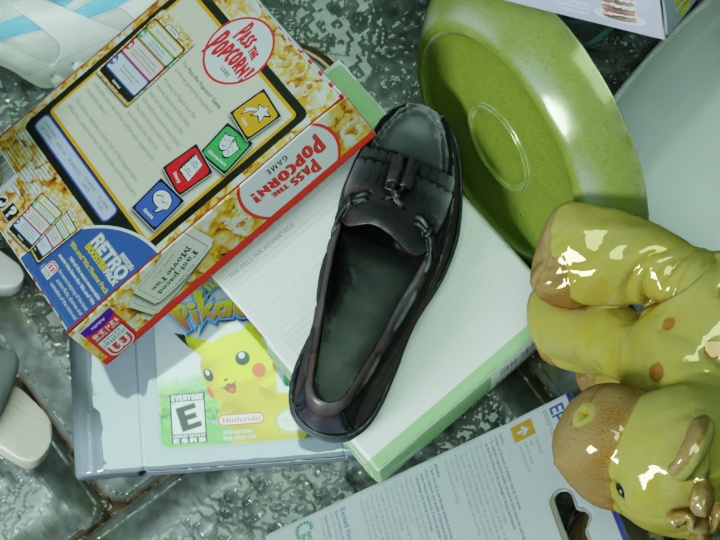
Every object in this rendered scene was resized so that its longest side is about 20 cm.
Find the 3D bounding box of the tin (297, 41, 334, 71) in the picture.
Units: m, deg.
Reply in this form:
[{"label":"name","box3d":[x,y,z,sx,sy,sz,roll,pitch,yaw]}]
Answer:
[{"label":"tin","box3d":[-0.096,-0.073,1.368,0.200,0.042,0.112,-14,83,-2]}]

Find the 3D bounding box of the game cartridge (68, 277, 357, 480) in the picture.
[{"label":"game cartridge","box3d":[-0.073,0.051,1.344,0.200,0.040,0.134,-5,75,0]}]

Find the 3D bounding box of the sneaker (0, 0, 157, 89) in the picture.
[{"label":"sneaker","box3d":[-0.168,-0.151,1.371,0.200,0.077,0.081,-2,99,-1]}]

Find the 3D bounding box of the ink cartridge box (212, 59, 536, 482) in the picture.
[{"label":"ink cartridge box","box3d":[0.000,0.000,1.313,0.145,0.048,0.200,-40,78,-8]}]

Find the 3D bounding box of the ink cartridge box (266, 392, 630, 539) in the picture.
[{"label":"ink cartridge box","box3d":[0.056,0.180,1.240,0.200,0.043,0.196,-25,37,7]}]

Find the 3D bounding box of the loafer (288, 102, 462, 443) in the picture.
[{"label":"loafer","box3d":[0.012,-0.003,1.258,0.072,0.063,0.200,17,78,4]}]

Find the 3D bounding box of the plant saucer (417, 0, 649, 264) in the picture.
[{"label":"plant saucer","box3d":[0.088,-0.075,1.281,0.031,0.200,0.200,-30,80,-20]}]

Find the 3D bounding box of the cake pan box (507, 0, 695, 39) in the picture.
[{"label":"cake pan box","box3d":[0.120,-0.217,1.239,0.200,0.052,0.184,17,49,29]}]

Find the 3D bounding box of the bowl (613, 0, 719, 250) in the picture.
[{"label":"bowl","box3d":[0.236,-0.049,1.339,0.200,0.075,0.200,41,82,7]}]

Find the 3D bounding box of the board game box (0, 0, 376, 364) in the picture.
[{"label":"board game box","box3d":[-0.112,-0.067,1.287,0.200,0.046,0.152,-40,54,2]}]

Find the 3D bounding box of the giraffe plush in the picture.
[{"label":"giraffe plush","box3d":[0.166,0.072,1.188,0.200,0.173,0.162,-8,47,39]}]

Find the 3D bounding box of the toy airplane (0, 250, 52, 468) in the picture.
[{"label":"toy airplane","box3d":[-0.284,0.031,1.297,0.200,0.141,0.200,-8,78,0]}]

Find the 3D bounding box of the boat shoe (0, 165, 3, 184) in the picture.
[{"label":"boat shoe","box3d":[-0.277,-0.095,1.310,0.071,0.065,0.200,-33,45,-25]}]

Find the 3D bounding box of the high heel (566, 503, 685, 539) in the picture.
[{"label":"high heel","box3d":[0.120,0.176,1.261,0.071,0.142,0.200,-3,80,38]}]

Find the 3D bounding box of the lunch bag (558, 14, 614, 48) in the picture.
[{"label":"lunch bag","box3d":[0.111,-0.246,1.377,0.160,0.077,0.200,20,78,10]}]
